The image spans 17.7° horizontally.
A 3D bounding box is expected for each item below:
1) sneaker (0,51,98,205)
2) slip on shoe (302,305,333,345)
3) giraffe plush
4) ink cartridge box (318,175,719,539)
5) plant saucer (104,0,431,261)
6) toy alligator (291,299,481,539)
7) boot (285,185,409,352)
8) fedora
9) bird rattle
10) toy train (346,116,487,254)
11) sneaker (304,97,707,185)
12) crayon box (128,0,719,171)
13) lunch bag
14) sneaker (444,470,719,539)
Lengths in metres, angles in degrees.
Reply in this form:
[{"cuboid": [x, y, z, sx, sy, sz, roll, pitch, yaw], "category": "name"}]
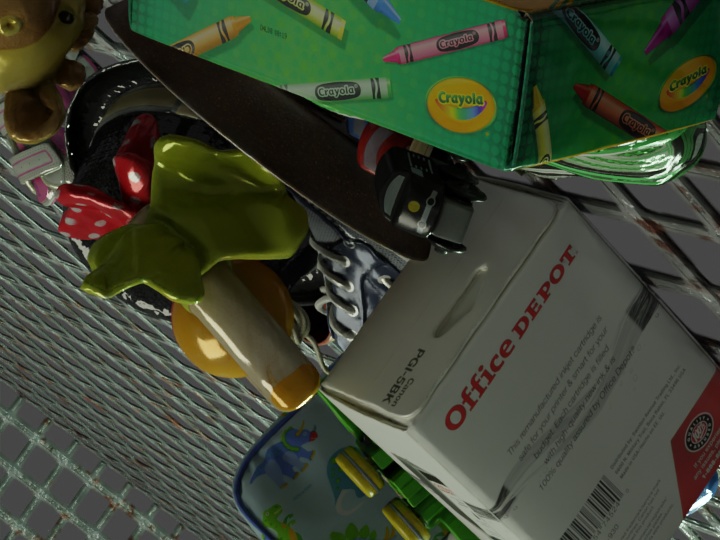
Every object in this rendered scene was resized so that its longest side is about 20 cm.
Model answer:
[{"cuboid": [-0.197, -0.092, 1.500, 0.200, 0.088, 0.081, 36, 167, -6], "category": "sneaker"}, {"cuboid": [-0.046, -0.023, 1.424, 0.074, 0.061, 0.200, 27, 158, 39], "category": "slip on shoe"}, {"cuboid": [-0.216, -0.141, 1.188, 0.162, 0.173, 0.200, 15, -175, -2], "category": "giraffe plush"}, {"cuboid": [0.095, 0.067, 1.217, 0.083, 0.147, 0.200, 20, 160, 52], "category": "ink cartridge box"}, {"cuboid": [-0.036, -0.079, 1.139, 0.200, 0.035, 0.200, 38, -171, -7], "category": "plant saucer"}, {"cuboid": [0.010, 0.089, 1.289, 0.200, 0.059, 0.054, 49, 174, -9], "category": "toy alligator"}, {"cuboid": [0.000, 0.000, 1.280, 0.200, 0.090, 0.073, 36, -168, -22], "category": "boot"}, {"cuboid": [-0.098, -0.027, 1.338, 0.200, 0.092, 0.201, 19, 139, 17], "category": "fedora"}, {"cuboid": [-0.087, 0.009, 1.188, 0.163, 0.113, 0.200, 52, 166, -9], "category": "bird rattle"}, {"cuboid": [0.020, -0.049, 1.012, 0.046, 0.034, 0.200, 19, -166, -9], "category": "toy train"}, {"cuboid": [0.051, -0.073, 0.963, 0.200, 0.078, 0.085, 20, 164, 34], "category": "sneaker"}, {"cuboid": [0.023, -0.099, 0.857, 0.200, 0.058, 0.119, 24, -152, 39], "category": "crayon box"}, {"cuboid": [0.031, 0.116, 1.417, 0.161, 0.200, 0.082, 39, 171, 34], "category": "lunch bag"}, {"cuboid": [0.152, 0.174, 1.350, 0.111, 0.200, 0.077, 53, 138, 30], "category": "sneaker"}]
